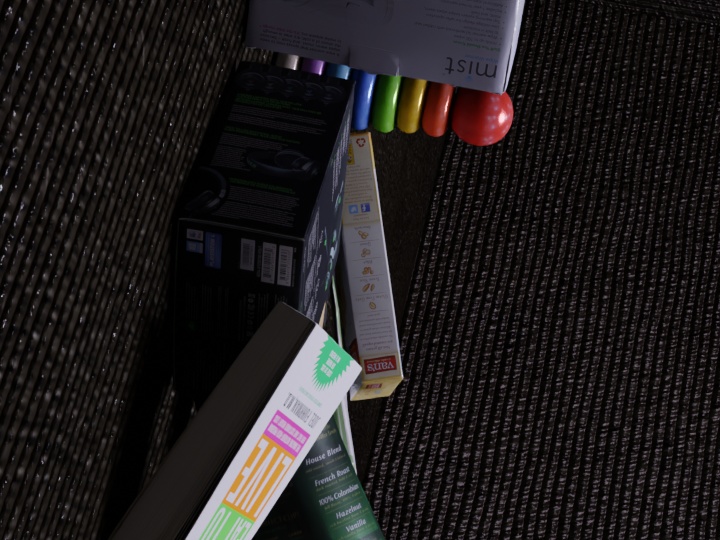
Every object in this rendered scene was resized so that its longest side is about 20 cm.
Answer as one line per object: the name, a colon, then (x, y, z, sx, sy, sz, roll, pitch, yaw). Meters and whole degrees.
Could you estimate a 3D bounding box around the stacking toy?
stacking toy: (0.029, -0.148, 1.763, 0.085, 0.200, 0.086, 11, 90, -85)

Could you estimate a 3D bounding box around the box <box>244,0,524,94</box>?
box: (0.027, -0.239, 1.553, 0.097, 0.200, 0.177, -70, 169, -61)

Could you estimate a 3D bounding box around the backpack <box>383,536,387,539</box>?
backpack: (-0.074, 0.298, 1.969, 0.200, 0.135, 0.183, -46, 172, 0)

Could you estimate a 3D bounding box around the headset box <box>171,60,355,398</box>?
headset box: (-0.068, -0.031, 1.546, 0.200, 0.093, 0.174, -74, 173, -47)

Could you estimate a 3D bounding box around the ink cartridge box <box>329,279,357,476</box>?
ink cartridge box: (-0.033, 0.097, 1.776, 0.146, 0.048, 0.200, 82, 0, -65)

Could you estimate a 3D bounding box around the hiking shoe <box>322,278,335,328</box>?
hiking shoe: (-0.046, -0.036, 1.987, 0.101, 0.076, 0.200, -86, -168, -53)

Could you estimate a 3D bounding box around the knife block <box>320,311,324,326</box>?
knife block: (-0.072, 0.027, 1.805, 0.176, 0.064, 0.200, -71, 171, -52)

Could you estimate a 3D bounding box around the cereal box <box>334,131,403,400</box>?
cereal box: (0.000, 0.000, 1.715, 0.144, 0.039, 0.200, 109, -26, -80)

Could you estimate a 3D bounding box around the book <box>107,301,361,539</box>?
book: (-0.080, 0.128, 1.456, 0.200, 0.048, 0.134, -57, 158, -6)

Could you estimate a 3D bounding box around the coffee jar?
coffee jar: (-0.055, 0.152, 1.622, 0.085, 0.104, 0.200, -20, 90, -44)
